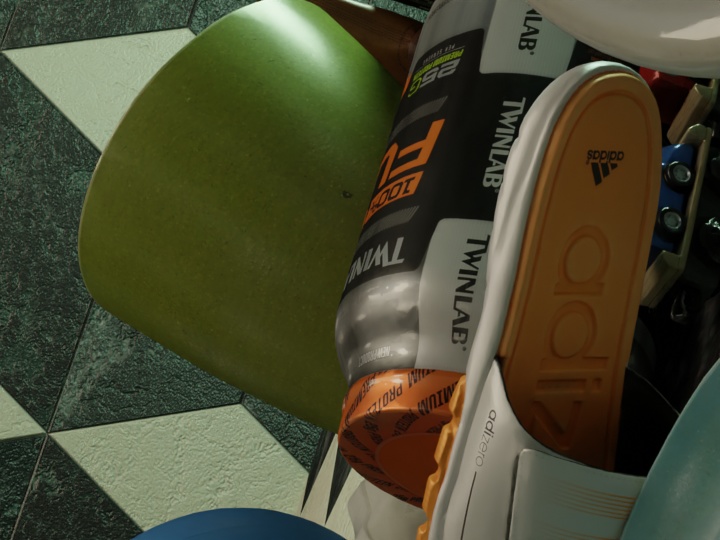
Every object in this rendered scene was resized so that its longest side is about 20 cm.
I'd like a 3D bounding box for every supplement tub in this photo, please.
[{"bbox_3d":[0.061,-0.012,0.564,0.123,0.121,0.202,113,175,-61],"label":"supplement tub"}]

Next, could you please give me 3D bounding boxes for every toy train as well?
[{"bbox_3d":[0.122,-0.072,0.518,0.034,0.045,0.202,113,175,-60],"label":"toy train"}]

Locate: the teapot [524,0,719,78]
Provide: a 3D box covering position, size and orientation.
[{"bbox_3d":[0.105,-0.151,0.354,0.145,0.199,0.199,-32,-62,-30],"label":"teapot"}]

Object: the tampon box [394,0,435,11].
[{"bbox_3d":[0.099,-0.192,0.705,0.200,0.148,0.128,178,109,-87],"label":"tampon box"}]

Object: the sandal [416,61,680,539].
[{"bbox_3d":[0.068,0.044,0.439,0.059,0.079,0.209,24,112,52],"label":"sandal"}]

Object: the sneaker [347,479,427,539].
[{"bbox_3d":[0.042,0.117,0.685,0.085,0.073,0.200,-51,15,4],"label":"sneaker"}]

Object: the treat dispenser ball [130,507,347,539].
[{"bbox_3d":[-0.060,0.218,0.704,0.201,0.199,0.203,-162,90,-88],"label":"treat dispenser ball"}]

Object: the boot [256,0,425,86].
[{"bbox_3d":[0.030,-0.127,0.774,0.069,0.199,0.188,-62,-13,4],"label":"boot"}]

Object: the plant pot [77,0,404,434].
[{"bbox_3d":[0.000,0.000,0.697,0.187,0.199,0.188,-40,-28,-27],"label":"plant pot"}]

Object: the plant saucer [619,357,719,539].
[{"bbox_3d":[0.084,0.106,0.326,0.200,0.027,0.202,-161,90,-88],"label":"plant saucer"}]
